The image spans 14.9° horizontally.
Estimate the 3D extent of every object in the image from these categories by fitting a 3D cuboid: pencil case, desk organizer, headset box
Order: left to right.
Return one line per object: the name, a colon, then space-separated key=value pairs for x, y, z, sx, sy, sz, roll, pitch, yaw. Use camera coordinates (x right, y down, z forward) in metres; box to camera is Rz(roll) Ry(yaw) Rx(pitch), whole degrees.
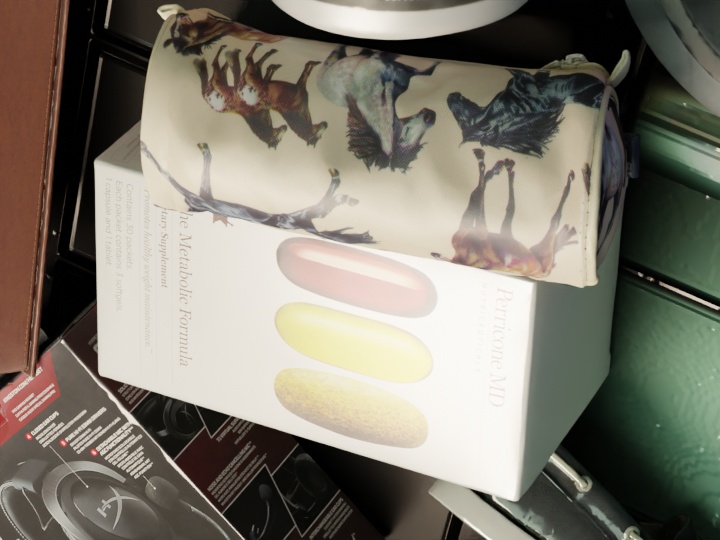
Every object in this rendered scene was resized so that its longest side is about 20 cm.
desk organizer: x=-0.185 y=-0.053 z=1.215 sx=0.072 sy=0.077 sz=0.200 roll=28 pitch=117 yaw=47
headset box: x=-0.112 y=0.107 z=1.314 sx=0.200 sy=0.077 sz=0.149 roll=48 pitch=129 yaw=-3
pencil case: x=0.007 y=-0.053 z=1.070 sx=0.200 sy=0.090 sz=0.078 roll=10 pitch=165 yaw=14

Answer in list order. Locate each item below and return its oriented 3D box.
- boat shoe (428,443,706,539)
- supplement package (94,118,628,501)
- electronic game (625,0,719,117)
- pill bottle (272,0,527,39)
boat shoe: x=0.126 y=0.131 z=1.203 sx=0.200 sy=0.076 sz=0.060 roll=36 pitch=90 yaw=-13
supplement package: x=0.000 y=0.000 z=1.167 sx=0.200 sy=0.110 sz=0.114 roll=15 pitch=124 yaw=21
electronic game: x=0.190 y=-0.132 z=1.026 sx=0.200 sy=0.042 sz=0.200 roll=8 pitch=117 yaw=16
pill bottle: x=0.014 y=-0.199 z=1.038 sx=0.114 sy=0.114 sz=0.200 roll=12 pitch=123 yaw=22
